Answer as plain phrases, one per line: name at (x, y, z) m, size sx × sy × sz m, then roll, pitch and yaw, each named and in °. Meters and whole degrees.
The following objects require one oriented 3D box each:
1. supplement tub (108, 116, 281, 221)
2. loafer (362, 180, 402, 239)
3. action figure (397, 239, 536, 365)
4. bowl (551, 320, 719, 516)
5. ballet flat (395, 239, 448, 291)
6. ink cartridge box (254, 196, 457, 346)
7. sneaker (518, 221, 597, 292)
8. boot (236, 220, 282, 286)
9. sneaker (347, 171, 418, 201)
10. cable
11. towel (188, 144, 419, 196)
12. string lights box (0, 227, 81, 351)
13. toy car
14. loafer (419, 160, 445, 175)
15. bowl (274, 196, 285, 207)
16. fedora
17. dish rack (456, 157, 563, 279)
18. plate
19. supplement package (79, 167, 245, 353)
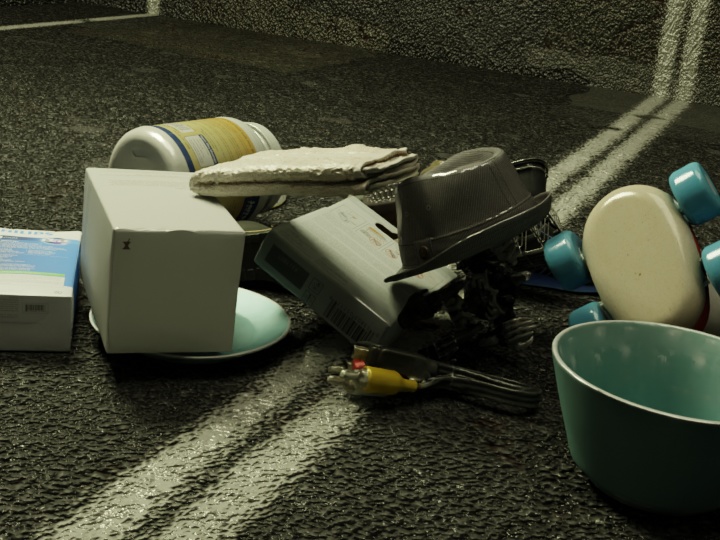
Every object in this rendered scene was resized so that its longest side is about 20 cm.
supplement tub at (-0.205, -0.120, 1.401) m, size 0.144 × 0.146 × 0.199 m, roll 20°, pitch 23°, yaw 35°
loafer at (0.103, -0.076, 1.334) m, size 0.198 × 0.072 × 0.073 m, roll -6°, pitch 29°, yaw 2°
action figure at (0.130, 0.031, 1.122) m, size 0.102 × 0.120 × 0.199 m, roll -17°, pitch 8°, yaw 42°
bowl at (0.247, 0.125, 0.893) m, size 0.199 × 0.106 × 0.201 m, roll 5°, pitch 19°, yaw -2°
ballet flat at (0.069, -0.013, 1.330) m, size 0.067 × 0.047 × 0.200 m, roll 4°, pitch 19°, yaw -3°
ink cartridge box at (0.000, 0.000, 1.180) m, size 0.162 × 0.057 × 0.200 m, roll 38°, pitch 22°, yaw 12°
sneaker at (0.244, -0.023, 1.366) m, size 0.198 × 0.079 × 0.070 m, roll 5°, pitch 18°, yaw -1°
boot at (-0.089, -0.029, 1.295) m, size 0.198 × 0.078 × 0.138 m, roll 8°, pitch 14°, yaw 3°
sneaker at (0.039, -0.082, 1.498) m, size 0.074 × 0.085 × 0.200 m, roll -24°, pitch 1°, yaw -14°
cable at (0.065, 0.107, 1.024) m, size 0.198 × 0.051 × 0.097 m, roll 16°, pitch 0°, yaw -11°
towel at (-0.053, -0.097, 1.060) m, size 0.198 × 0.035 × 0.132 m, roll 1°, pitch 13°, yaw 25°
string lights box at (-0.336, 0.014, 1.101) m, size 0.102 × 0.060 × 0.200 m, roll 3°, pitch 19°, yaw -12°
toy car at (0.330, 0.016, 1.176) m, size 0.200 × 0.183 × 0.178 m, roll 30°, pitch 39°, yaw -50°
loafer at (0.150, -0.095, 1.435) m, size 0.076 × 0.068 × 0.200 m, roll 9°, pitch -18°, yaw 44°
bowl at (-0.203, -0.157, 1.593) m, size 0.199 × 0.095 × 0.201 m, roll 6°, pitch 18°, yaw -2°
fedora at (0.092, -0.064, 1.093) m, size 0.176 × 0.091 × 0.200 m, roll -28°, pitch 6°, yaw -27°
dish rack at (0.162, -0.048, 1.261) m, size 0.152 × 0.055 × 0.200 m, roll -12°, pitch -26°, yaw 21°
plate at (-0.168, 0.055, 1.089) m, size 0.198 × 0.026 × 0.200 m, roll 5°, pitch 19°, yaw -2°
supplement package at (-0.196, -0.013, 1.053) m, size 0.120 × 0.121 × 0.200 m, roll 1°, pitch 19°, yaw -21°
